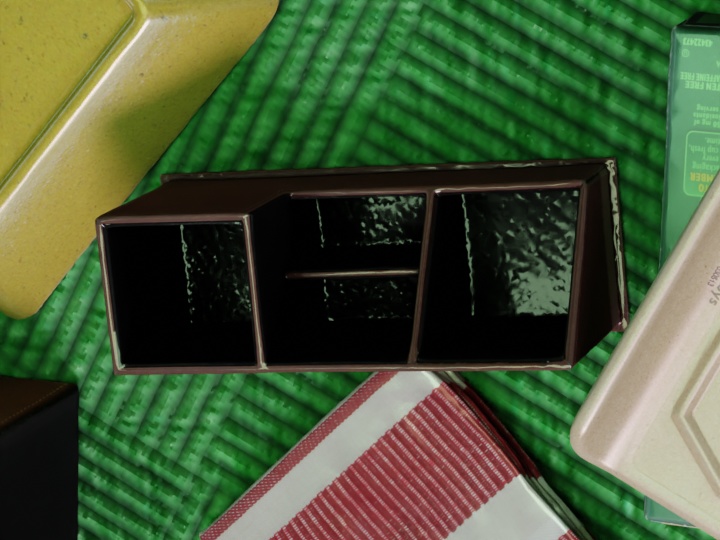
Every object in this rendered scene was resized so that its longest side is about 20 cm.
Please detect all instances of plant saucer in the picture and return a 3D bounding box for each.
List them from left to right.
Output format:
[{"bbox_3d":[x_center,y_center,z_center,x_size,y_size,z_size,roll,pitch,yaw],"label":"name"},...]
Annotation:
[{"bbox_3d":[-0.166,-0.108,1.230,0.200,0.048,0.200,44,112,6],"label":"plant saucer"}]

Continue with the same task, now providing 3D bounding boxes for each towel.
[{"bbox_3d":[0.042,0.145,1.227,0.144,0.023,0.200,-43,84,25],"label":"towel"}]

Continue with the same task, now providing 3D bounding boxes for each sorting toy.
[{"bbox_3d":[0.204,0.038,1.090,0.199,0.036,0.186,30,109,3],"label":"sorting toy"}]

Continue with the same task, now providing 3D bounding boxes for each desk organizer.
[{"bbox_3d":[0.000,0.000,1.177,0.199,0.077,0.072,-2,102,21],"label":"desk organizer"}]

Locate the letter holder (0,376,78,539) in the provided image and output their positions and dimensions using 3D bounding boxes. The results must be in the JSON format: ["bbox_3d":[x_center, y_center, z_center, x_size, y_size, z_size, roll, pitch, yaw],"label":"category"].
[{"bbox_3d":[-0.222,0.111,1.218,0.141,0.200,0.101,7,105,19],"label":"letter holder"}]

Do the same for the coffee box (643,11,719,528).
[{"bbox_3d":[0.175,0.005,1.131,0.122,0.044,0.201,5,103,17],"label":"coffee box"}]
